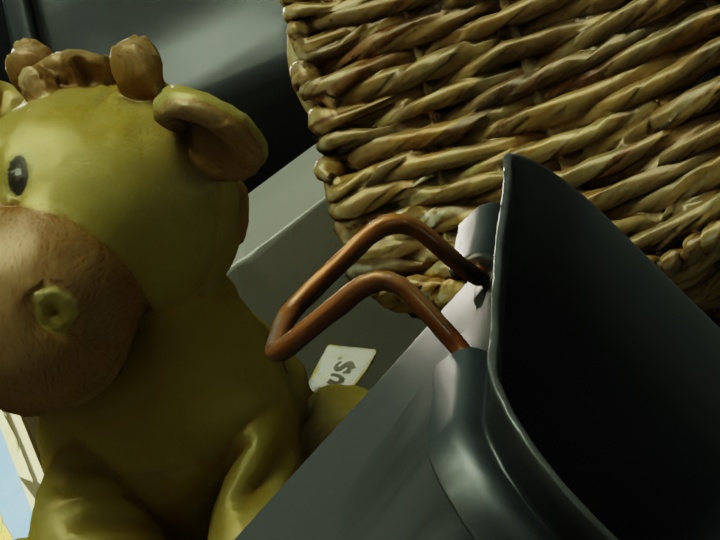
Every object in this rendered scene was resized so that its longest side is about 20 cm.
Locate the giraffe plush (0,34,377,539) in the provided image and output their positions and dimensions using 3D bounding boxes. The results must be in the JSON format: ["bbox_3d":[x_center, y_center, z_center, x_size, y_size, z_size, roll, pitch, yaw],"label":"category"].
[{"bbox_3d":[-0.060,0.022,0.827,0.172,0.162,0.200,-11,33,20],"label":"giraffe plush"}]

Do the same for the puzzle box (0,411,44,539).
[{"bbox_3d":[-0.148,0.105,0.953,0.133,0.025,0.200,-36,47,7],"label":"puzzle box"}]

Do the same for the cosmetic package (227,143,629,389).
[{"bbox_3d":[0.000,0.000,1.066,0.200,0.090,0.107,-39,12,2],"label":"cosmetic package"}]

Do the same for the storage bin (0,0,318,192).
[{"bbox_3d":[-0.045,-0.069,1.237,0.134,0.146,0.200,-22,-21,20],"label":"storage bin"}]

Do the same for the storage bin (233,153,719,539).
[{"bbox_3d":[0.020,0.075,0.621,0.134,0.146,0.200,-44,10,14],"label":"storage bin"}]

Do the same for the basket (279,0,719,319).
[{"bbox_3d":[0.098,-0.051,0.901,0.200,0.143,0.149,-21,-18,18],"label":"basket"}]
